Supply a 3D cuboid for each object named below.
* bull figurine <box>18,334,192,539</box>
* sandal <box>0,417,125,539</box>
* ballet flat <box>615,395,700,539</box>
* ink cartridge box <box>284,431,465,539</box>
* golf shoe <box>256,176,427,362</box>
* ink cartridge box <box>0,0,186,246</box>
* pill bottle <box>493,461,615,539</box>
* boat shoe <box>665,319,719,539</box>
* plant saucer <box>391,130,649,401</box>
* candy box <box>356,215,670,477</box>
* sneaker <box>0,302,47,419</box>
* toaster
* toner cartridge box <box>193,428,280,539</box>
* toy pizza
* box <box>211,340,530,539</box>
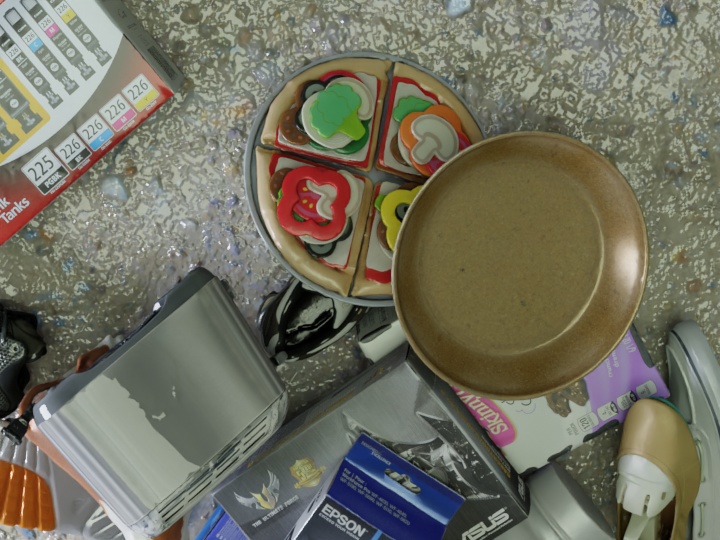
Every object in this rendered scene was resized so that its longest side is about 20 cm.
[{"bbox_3d":[-0.178,0.151,1.087,0.200,0.122,0.065,49,142,-17],"label":"bull figurine"},{"bbox_3d":[-0.249,0.174,1.124,0.205,0.059,0.080,29,96,-30],"label":"sandal"},{"bbox_3d":[0.232,0.186,1.093,0.068,0.063,0.202,20,142,32],"label":"ballet flat"},{"bbox_3d":[-0.013,0.228,1.047,0.099,0.039,0.201,31,111,-3],"label":"ink cartridge box"},{"bbox_3d":[0.000,0.000,1.069,0.078,0.095,0.200,40,98,-9],"label":"golf shoe"},{"bbox_3d":[-0.263,-0.141,1.030,0.199,0.084,0.176,-39,101,8],"label":"ink cartridge box"},{"bbox_3d":[0.108,0.252,1.123,0.200,0.112,0.112,-42,101,9],"label":"pill bottle"},{"bbox_3d":[0.273,0.142,1.121,0.066,0.074,0.202,-19,104,1],"label":"boat shoe"},{"bbox_3d":[0.115,-0.005,1.015,0.197,0.035,0.203,-3,104,-11],"label":"plant saucer"},{"bbox_3d":[0.119,0.069,1.099,0.198,0.072,0.169,-29,104,5],"label":"candy box"},{"bbox_3d":[-0.315,0.029,1.076,0.113,0.076,0.202,-18,107,1],"label":"sneaker"},{"bbox_3d":[-0.147,0.103,1.002,0.200,0.114,0.130,-41,94,-16],"label":"toaster"},{"bbox_3d":[-0.090,0.240,1.149,0.095,0.043,0.201,36,100,-9],"label":"toner cartridge box"},{"bbox_3d":[0.011,-0.073,1.036,0.197,0.032,0.203,3,76,-11],"label":"toy pizza"},{"bbox_3d":[0.009,0.172,1.070,0.199,0.048,0.159,-35,102,18],"label":"box"}]
